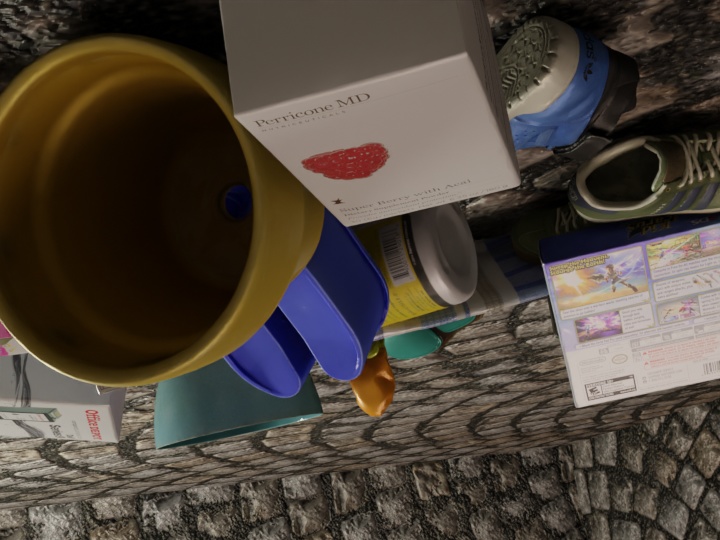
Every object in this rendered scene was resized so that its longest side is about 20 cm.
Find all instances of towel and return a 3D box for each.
[{"bbox_3d":[0.087,0.014,1.142,0.197,0.024,0.147,-14,-158,-3],"label":"towel"}]

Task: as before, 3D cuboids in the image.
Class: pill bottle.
[{"bbox_3d":[0.000,0.000,1.041,0.198,0.113,0.111,-17,163,27],"label":"pill bottle"}]

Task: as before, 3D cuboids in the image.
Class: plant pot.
[{"bbox_3d":[-0.114,-0.040,0.720,0.198,0.204,0.189,-15,180,20],"label":"plant pot"},{"bbox_3d":[-0.153,0.122,1.310,0.197,0.137,0.200,-12,171,-2],"label":"plant pot"}]

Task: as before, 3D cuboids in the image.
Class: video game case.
[{"bbox_3d":[0.283,0.031,1.064,0.197,0.046,0.183,-13,124,10],"label":"video game case"}]

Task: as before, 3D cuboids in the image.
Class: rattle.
[{"bbox_3d":[-0.008,0.083,1.290,0.128,0.145,0.200,10,169,-3],"label":"rattle"}]

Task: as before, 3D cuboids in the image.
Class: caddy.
[{"bbox_3d":[-0.062,0.009,0.941,0.140,0.106,0.201,-18,124,28],"label":"caddy"}]

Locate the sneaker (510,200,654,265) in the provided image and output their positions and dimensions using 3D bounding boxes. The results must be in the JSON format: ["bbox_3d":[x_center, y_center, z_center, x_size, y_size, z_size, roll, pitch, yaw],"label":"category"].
[{"bbox_3d":[0.237,-0.062,1.080,0.197,0.068,0.090,-7,148,17],"label":"sneaker"}]

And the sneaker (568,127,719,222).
[{"bbox_3d":[0.274,-0.085,0.962,0.198,0.068,0.090,-13,170,19],"label":"sneaker"}]

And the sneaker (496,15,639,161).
[{"bbox_3d":[0.114,-0.103,0.812,0.110,0.078,0.200,12,148,-32],"label":"sneaker"}]

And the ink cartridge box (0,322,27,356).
[{"bbox_3d":[-0.289,-0.004,0.831,0.197,0.086,0.145,-6,145,-10],"label":"ink cartridge box"}]

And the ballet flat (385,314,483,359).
[{"bbox_3d":[0.095,0.049,1.361,0.073,0.068,0.200,-54,-173,-35],"label":"ballet flat"}]

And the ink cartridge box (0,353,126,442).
[{"bbox_3d":[-0.327,0.104,1.072,0.197,0.085,0.146,4,158,-7],"label":"ink cartridge box"}]

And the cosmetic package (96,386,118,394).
[{"bbox_3d":[-0.174,0.036,0.988,0.081,0.051,0.200,-15,-163,8],"label":"cosmetic package"}]

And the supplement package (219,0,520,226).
[{"bbox_3d":[0.010,-0.117,0.620,0.120,0.122,0.200,-12,164,13],"label":"supplement package"}]

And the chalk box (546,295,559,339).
[{"bbox_3d":[0.306,-0.007,1.181,0.198,0.127,0.123,-20,162,35],"label":"chalk box"}]
